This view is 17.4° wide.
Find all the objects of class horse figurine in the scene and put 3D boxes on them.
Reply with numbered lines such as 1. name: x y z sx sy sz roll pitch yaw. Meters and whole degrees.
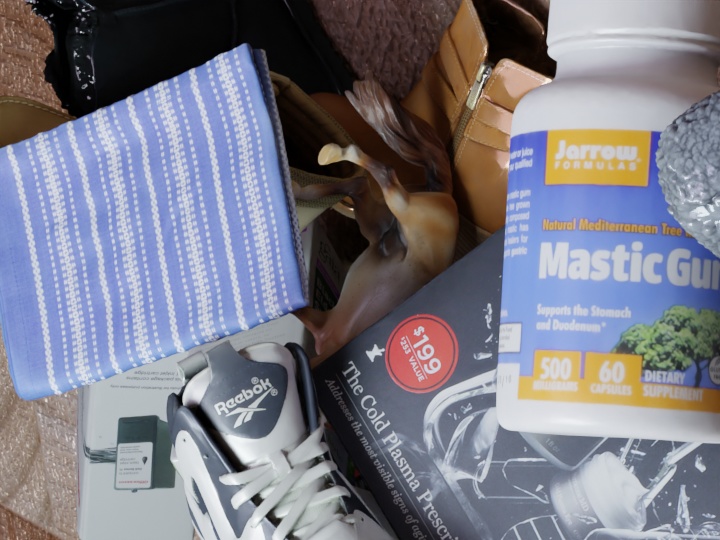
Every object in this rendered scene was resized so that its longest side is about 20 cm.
1. horse figurine: 0.000 0.000 1.245 0.050 0.132 0.200 34 104 49

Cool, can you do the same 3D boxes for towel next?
1. towel: -0.120 -0.023 1.235 0.200 0.024 0.145 -19 75 32

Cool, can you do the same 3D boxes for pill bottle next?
1. pill bottle: 0.121 -0.025 1.054 0.112 0.112 0.200 -3 83 57

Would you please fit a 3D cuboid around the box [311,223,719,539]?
1. box: 0.106 0.085 1.166 0.182 0.104 0.200 -37 69 13

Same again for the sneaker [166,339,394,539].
1. sneaker: -0.039 0.101 1.135 0.199 0.079 0.130 45 158 58

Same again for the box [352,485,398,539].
1. box: -0.051 0.224 1.282 0.200 0.097 0.124 -62 17 22

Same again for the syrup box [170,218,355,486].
1. syrup box: -0.050 0.064 1.385 0.200 0.081 0.079 -84 -28 -53

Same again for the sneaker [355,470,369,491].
1. sneaker: -0.032 0.098 1.490 0.098 0.071 0.200 63 172 -32

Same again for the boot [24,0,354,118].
1. boot: -0.098 -0.110 1.403 0.076 0.168 0.200 -38 73 57

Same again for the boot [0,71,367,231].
1. boot: -0.110 -0.066 1.309 0.200 0.073 0.155 30 141 -13

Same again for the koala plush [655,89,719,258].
1. koala plush: 0.260 -0.028 0.942 0.200 0.184 0.177 -41 56 34

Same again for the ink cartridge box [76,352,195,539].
1. ink cartridge box: -0.147 0.067 1.594 0.147 0.083 0.200 -99 15 -51

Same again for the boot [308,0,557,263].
1. boot: 0.044 -0.090 1.292 0.200 0.074 0.155 34 134 28
